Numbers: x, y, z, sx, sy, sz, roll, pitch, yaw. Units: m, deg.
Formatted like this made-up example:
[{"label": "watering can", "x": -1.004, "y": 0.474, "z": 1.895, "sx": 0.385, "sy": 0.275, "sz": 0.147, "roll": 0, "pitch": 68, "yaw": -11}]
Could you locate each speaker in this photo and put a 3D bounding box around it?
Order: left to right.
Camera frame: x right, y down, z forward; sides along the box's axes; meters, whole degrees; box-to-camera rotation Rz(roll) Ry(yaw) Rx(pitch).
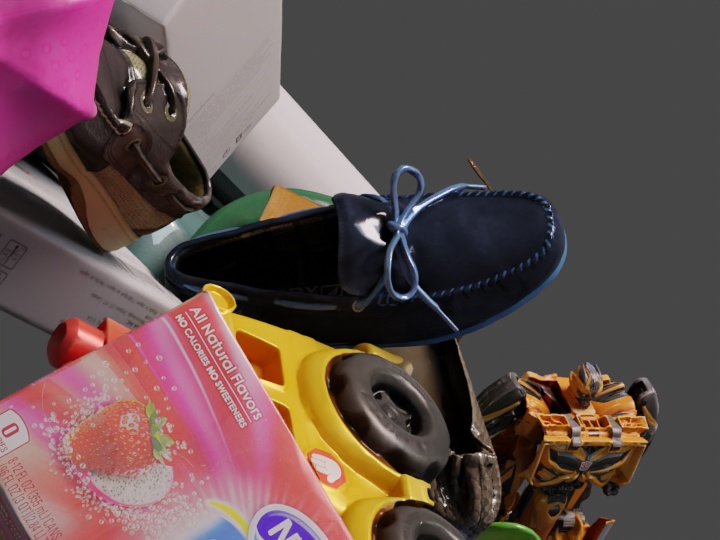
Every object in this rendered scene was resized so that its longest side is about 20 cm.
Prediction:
[{"label": "speaker", "x": -0.054, "y": -0.065, "z": 1.044, "sx": 0.200, "sy": 0.081, "sz": 0.081, "roll": 46, "pitch": 16, "yaw": -39}]

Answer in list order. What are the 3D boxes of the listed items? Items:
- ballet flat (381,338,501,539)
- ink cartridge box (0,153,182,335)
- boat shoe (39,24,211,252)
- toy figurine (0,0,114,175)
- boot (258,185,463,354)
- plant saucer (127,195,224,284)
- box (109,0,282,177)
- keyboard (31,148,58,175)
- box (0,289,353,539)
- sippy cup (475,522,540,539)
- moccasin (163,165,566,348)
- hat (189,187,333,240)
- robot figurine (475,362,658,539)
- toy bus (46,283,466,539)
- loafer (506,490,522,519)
[{"label": "ballet flat", "x": 0.027, "y": 0.042, "z": 0.828, "sx": 0.067, "sy": 0.046, "sz": 0.201, "roll": -3, "pitch": 56, "yaw": -23}, {"label": "ink cartridge box", "x": -0.188, "y": -0.041, "z": 0.753, "sx": 0.173, "sy": 0.044, "sz": 0.200, "roll": 40, "pitch": 2, "yaw": 35}, {"label": "boat shoe", "x": -0.103, "y": -0.071, "z": 0.674, "sx": 0.200, "sy": 0.064, "sz": 0.074, "roll": 82, "pitch": -11, "yaw": -72}, {"label": "toy figurine", "x": -0.144, "y": -0.080, "z": 0.515, "sx": 0.150, "sy": 0.184, "sz": 0.201, "roll": 43, "pitch": 50, "yaw": -30}, {"label": "boot", "x": -0.023, "y": 0.056, "z": 0.876, "sx": 0.143, "sy": 0.071, "sz": 0.202, "roll": 21, "pitch": 56, "yaw": -5}, {"label": "plant saucer", "x": -0.115, "y": -0.039, "z": 1.023, "sx": 0.200, "sy": 0.036, "sz": 0.200, "roll": 52, "pitch": 14, "yaw": -19}, {"label": "box", "x": -0.117, "y": -0.139, "z": 0.854, "sx": 0.124, "sy": 0.098, "sz": 0.200, "roll": 35, "pitch": -21, "yaw": 11}, {"label": "keyboard", "x": -0.191, "y": -0.106, "z": 0.838, "sx": 0.104, "sy": 0.040, "sz": 0.200, "roll": 42, "pitch": -2, "yaw": 43}, {"label": "box", "x": -0.054, "y": 0.123, "z": 0.583, "sx": 0.201, "sy": 0.102, "sz": 0.095, "roll": 60, "pitch": -24, "yaw": 5}, {"label": "sippy cup", "x": 0.051, "y": 0.212, "z": 0.787, "sx": 0.130, "sy": 0.139, "sz": 0.178, "roll": 49, "pitch": 9, "yaw": -32}, {"label": "moccasin", "x": 0.000, "y": 0.000, "z": 0.792, "sx": 0.068, "sy": 0.199, "sz": 0.081, "roll": 62, "pitch": 15, "yaw": -54}, {"label": "hat", "x": -0.046, "y": 0.075, "z": 0.995, "sx": 0.201, "sy": 0.165, "sz": 0.176, "roll": 61, "pitch": -28, "yaw": 12}, {"label": "robot figurine", "x": 0.103, "y": 0.137, "z": 0.983, "sx": 0.144, "sy": 0.201, "sz": 0.058, "roll": 3, "pitch": 41, "yaw": -26}, {"label": "toy bus", "x": -0.059, "y": 0.105, "z": 0.709, "sx": 0.192, "sy": 0.136, "sz": 0.201, "roll": 31, "pitch": 28, "yaw": -34}, {"label": "loafer", "x": 0.084, "y": 0.179, "z": 1.138, "sx": 0.200, "sy": 0.072, "sz": 0.073, "roll": 48, "pitch": 14, "yaw": -35}]
